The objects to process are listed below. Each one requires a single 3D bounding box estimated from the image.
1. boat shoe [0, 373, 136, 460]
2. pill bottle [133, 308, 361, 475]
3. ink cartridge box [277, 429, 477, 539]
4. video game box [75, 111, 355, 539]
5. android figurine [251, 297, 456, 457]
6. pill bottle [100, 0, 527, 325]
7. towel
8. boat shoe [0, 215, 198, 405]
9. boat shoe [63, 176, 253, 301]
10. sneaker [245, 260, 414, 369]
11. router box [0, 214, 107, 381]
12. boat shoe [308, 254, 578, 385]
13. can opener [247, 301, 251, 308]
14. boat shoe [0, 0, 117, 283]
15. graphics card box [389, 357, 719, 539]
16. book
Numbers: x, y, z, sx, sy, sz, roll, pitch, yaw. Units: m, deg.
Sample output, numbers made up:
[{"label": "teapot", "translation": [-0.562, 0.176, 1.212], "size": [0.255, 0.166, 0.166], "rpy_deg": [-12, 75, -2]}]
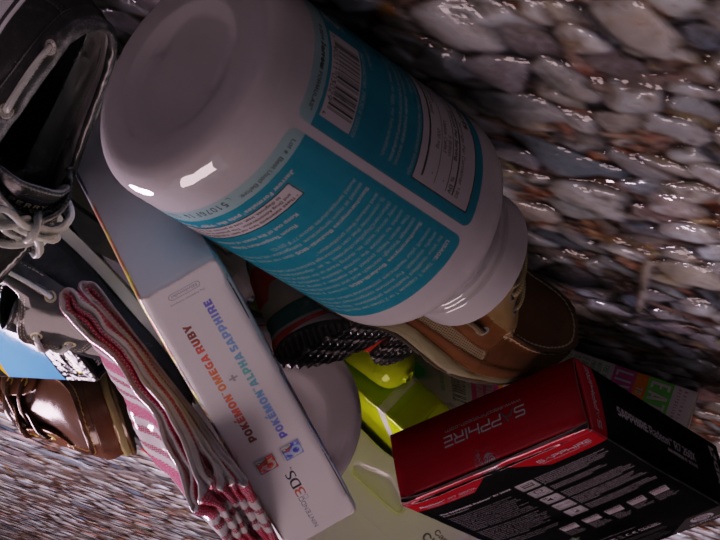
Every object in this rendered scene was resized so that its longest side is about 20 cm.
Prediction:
[{"label": "boat shoe", "translation": [-0.188, 0.082, 1.299], "size": [0.067, 0.072, 0.200], "rpy_deg": [-19, -166, -16]}, {"label": "pill bottle", "translation": [-0.086, 0.078, 1.291], "size": [0.114, 0.114, 0.200], "rpy_deg": [25, 177, -22]}, {"label": "ink cartridge box", "translation": [-0.015, 0.171, 1.429], "size": [0.148, 0.086, 0.200], "rpy_deg": [41, 168, 1]}, {"label": "video game box", "translation": [-0.083, 0.013, 1.038], "size": [0.182, 0.047, 0.200], "rpy_deg": [61, 177, -39]}, {"label": "android figurine", "translation": [0.016, 0.083, 1.336], "size": [0.200, 0.041, 0.182], "rpy_deg": [38, 167, 25]}, {"label": "pill bottle", "translation": [-0.012, -0.044, 0.935], "size": [0.111, 0.111, 0.200], "rpy_deg": [2, 157, 46]}, {"label": "towel", "translation": [-0.088, 0.102, 1.060], "size": [0.146, 0.030, 0.200], "rpy_deg": [50, 168, 29]}, {"label": "boat shoe", "translation": [-0.165, 0.014, 1.137], "size": [0.200, 0.068, 0.072], "rpy_deg": [47, 171, -20]}, {"label": "boat shoe", "translation": [-0.145, -0.022, 1.239], "size": [0.200, 0.065, 0.074], "rpy_deg": [32, 147, 22]}, {"label": "sneaker", "translation": [-0.001, 0.000, 1.182], "size": [0.070, 0.093, 0.200], "rpy_deg": [-31, 166, 26]}, {"label": "router box", "translation": [-0.232, -0.025, 1.220], "size": [0.149, 0.051, 0.200], "rpy_deg": [-2, 129, 52]}, {"label": "boat shoe", "translation": [0.054, 0.007, 1.109], "size": [0.074, 0.076, 0.200], "rpy_deg": [-30, 146, 35]}, {"label": "can opener", "translation": [-0.135, 0.031, 1.477], "size": [0.200, 0.053, 0.067], "rpy_deg": [1, 123, 43]}, {"label": "boat shoe", "translation": [-0.165, -0.041, 0.974], "size": [0.074, 0.199, 0.068], "rpy_deg": [8, -151, -49]}, {"label": "graphics card box", "translation": [0.121, 0.119, 1.219], "size": [0.125, 0.051, 0.200], "rpy_deg": [-26, 148, 24]}, {"label": "book", "translation": [0.114, 0.072, 1.337], "size": [0.200, 0.048, 0.134], "rpy_deg": [19, 164, 11]}]
